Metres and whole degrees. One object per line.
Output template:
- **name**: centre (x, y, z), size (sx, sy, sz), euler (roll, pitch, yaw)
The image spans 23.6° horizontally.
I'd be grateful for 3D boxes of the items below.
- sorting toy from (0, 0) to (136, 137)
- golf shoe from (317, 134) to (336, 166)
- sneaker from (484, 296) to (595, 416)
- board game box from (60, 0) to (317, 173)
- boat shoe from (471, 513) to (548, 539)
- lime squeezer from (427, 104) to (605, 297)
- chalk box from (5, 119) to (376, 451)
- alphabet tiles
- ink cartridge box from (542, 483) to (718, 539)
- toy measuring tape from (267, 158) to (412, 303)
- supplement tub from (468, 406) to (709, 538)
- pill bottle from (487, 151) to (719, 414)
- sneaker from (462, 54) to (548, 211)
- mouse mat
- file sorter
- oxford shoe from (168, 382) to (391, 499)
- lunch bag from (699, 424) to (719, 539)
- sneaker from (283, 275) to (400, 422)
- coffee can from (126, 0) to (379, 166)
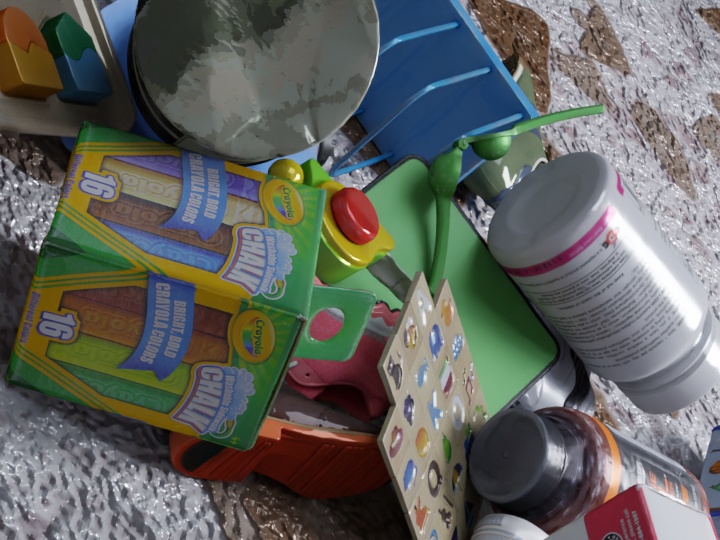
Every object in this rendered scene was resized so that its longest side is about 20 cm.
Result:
- **sorting toy**: centre (-0.219, -0.175, 1.096), size (0.200, 0.036, 0.185), euler (-11, 80, -68)
- **golf shoe**: centre (-0.106, -0.143, 1.302), size (0.200, 0.078, 0.094), euler (46, 37, 9)
- **sneaker**: centre (0.127, 0.043, 1.398), size (0.115, 0.075, 0.200), euler (31, 40, -34)
- **board game box**: centre (-0.129, -0.098, 1.228), size (0.200, 0.039, 0.158), euler (42, 59, -13)
- **boat shoe**: centre (0.150, 0.256, 1.227), size (0.200, 0.072, 0.069), euler (46, 53, -21)
- **lime squeezer**: centre (0.097, -0.076, 1.302), size (0.071, 0.200, 0.038), euler (41, -11, 11)
- **chalk box**: centre (-0.094, 0.016, 1.037), size (0.200, 0.125, 0.124), euler (17, 40, -7)
- **alphabet tiles**: centre (0.053, 0.108, 1.191), size (0.167, 0.006, 0.200), euler (-65, 145, -47)
- **ink cartridge box**: centre (0.142, 0.249, 1.091), size (0.086, 0.200, 0.148), euler (23, 42, -38)
- **toy measuring tape**: centre (0.000, 0.000, 1.222), size (0.200, 0.074, 0.074), euler (48, 30, -23)
- **supplement tub**: centre (0.167, 0.166, 1.280), size (0.200, 0.107, 0.107), euler (28, 38, -42)
- **pill bottle**: centre (0.197, 0.014, 1.339), size (0.200, 0.113, 0.113), euler (48, 30, -26)
- **sneaker**: centre (0.135, -0.118, 1.589), size (0.090, 0.067, 0.200), euler (50, 31, -16)
- **mouse mat**: centre (0.047, 0.029, 1.293), size (0.161, 0.008, 0.200), euler (-39, 94, -29)
- **file sorter**: centre (0.015, -0.158, 1.403), size (0.200, 0.139, 0.123), euler (56, 35, 8)
- **oxford shoe**: centre (-0.042, 0.100, 1.134), size (0.200, 0.071, 0.073), euler (18, 41, -41)
- **lunch bag**: centre (0.385, 0.238, 1.493), size (0.200, 0.124, 0.170), euler (61, 30, -12)
- **sneaker**: centre (-0.049, 0.045, 1.179), size (0.200, 0.074, 0.087), euler (23, 62, -27)
- **coffee can**: centre (-0.074, -0.141, 1.103), size (0.146, 0.146, 0.200), euler (47, -5, -8)
